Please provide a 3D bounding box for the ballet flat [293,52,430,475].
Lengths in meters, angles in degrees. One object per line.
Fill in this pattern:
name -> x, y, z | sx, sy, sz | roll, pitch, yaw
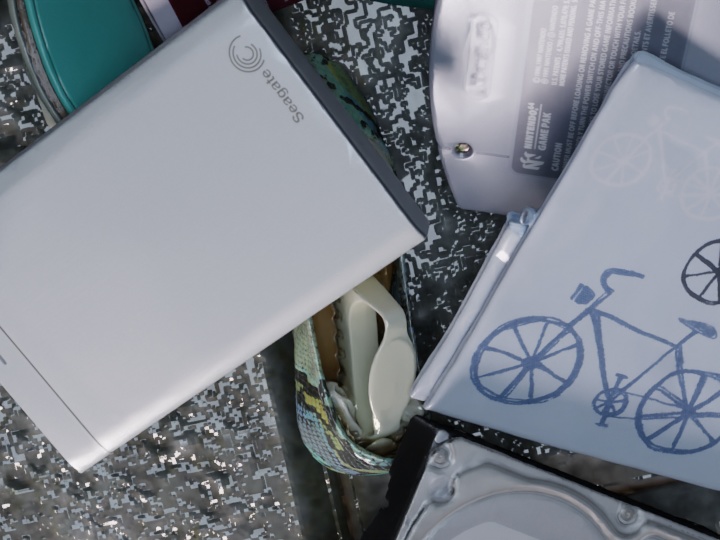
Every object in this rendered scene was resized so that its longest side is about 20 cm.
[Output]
ballet flat -> 0.000, 0.000, 0.854 | 0.074, 0.074, 0.201 | -9, 105, 2

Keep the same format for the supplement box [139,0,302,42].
supplement box -> -0.010, -0.185, 0.799 | 0.199, 0.061, 0.109 | -20, 62, 4

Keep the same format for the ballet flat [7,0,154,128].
ballet flat -> -0.113, -0.063, 0.848 | 0.067, 0.064, 0.201 | -39, 103, -37

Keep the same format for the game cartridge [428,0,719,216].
game cartridge -> 0.096, -0.097, 0.797 | 0.132, 0.041, 0.201 | 6, 140, 2

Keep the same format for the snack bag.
snack bag -> 0.145, 0.006, 0.831 | 0.188, 0.021, 0.201 | 17, 118, -22

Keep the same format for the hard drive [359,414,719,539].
hard drive -> 0.087, 0.166, 0.867 | 0.199, 0.038, 0.140 | 24, 90, -23

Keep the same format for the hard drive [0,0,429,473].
hard drive -> -0.088, -0.014, 0.809 | 0.200, 0.027, 0.132 | -34, 103, 17

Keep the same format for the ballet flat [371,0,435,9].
ballet flat -> 0.087, -0.138, 0.836 | 0.199, 0.069, 0.070 | 14, 101, -2
